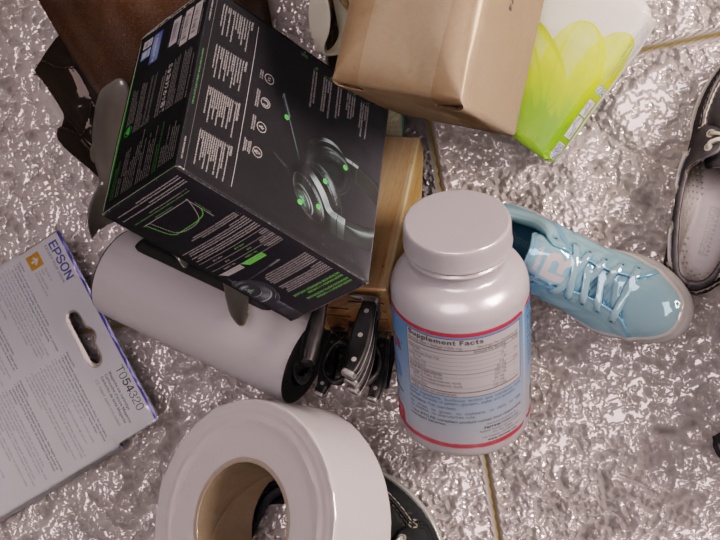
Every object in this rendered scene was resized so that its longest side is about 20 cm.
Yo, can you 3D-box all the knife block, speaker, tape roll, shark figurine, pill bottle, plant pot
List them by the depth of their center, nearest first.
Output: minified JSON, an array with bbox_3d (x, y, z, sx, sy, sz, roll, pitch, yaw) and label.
[{"bbox_3d":[0.079,0.041,1.246,0.109,0.109,0.200,5,128,13],"label":"pill bottle"},{"bbox_3d":[-0.073,0.206,1.270,0.202,0.071,0.203,-10,74,38],"label":"tape roll"},{"bbox_3d":[0.000,0.000,1.271,0.064,0.176,0.200,5,103,13],"label":"knife block"},{"bbox_3d":[-0.175,-0.042,1.292,0.128,0.090,0.215,-18,114,49],"label":"shark figurine"},{"bbox_3d":[-0.144,-0.169,1.331,0.187,0.187,0.200,-20,100,12],"label":"plant pot"},{"bbox_3d":[-0.126,0.039,1.342,0.200,0.081,0.081,24,94,22],"label":"speaker"}]

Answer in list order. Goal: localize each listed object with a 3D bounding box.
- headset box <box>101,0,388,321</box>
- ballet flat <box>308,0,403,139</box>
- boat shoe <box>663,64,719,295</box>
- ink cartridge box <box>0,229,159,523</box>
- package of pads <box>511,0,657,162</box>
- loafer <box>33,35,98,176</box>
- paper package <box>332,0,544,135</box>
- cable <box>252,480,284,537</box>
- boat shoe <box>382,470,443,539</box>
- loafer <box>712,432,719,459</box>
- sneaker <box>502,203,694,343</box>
[{"bbox_3d":[-0.075,-0.082,1.203,0.093,0.200,0.174,-27,44,40],"label":"headset box"},{"bbox_3d":[-0.013,-0.175,1.299,0.067,0.062,0.200,17,131,40],"label":"ballet flat"},{"bbox_3d":[0.288,-0.078,1.271,0.074,0.060,0.200,19,93,12],"label":"boat shoe"},{"bbox_3d":[-0.298,0.097,1.416,0.200,0.043,0.197,-30,81,9],"label":"ink cartridge box"},{"bbox_3d":[0.125,-0.206,1.310,0.200,0.068,0.155,38,98,11],"label":"package of pads"},{"bbox_3d":[-0.224,-0.118,1.395,0.071,0.073,0.200,-29,79,23],"label":"loafer"},{"bbox_3d":[0.073,-0.214,1.190,0.103,0.191,0.200,13,92,18],"label":"paper package"},{"bbox_3d":[-0.049,0.251,1.312,0.200,0.051,0.163,40,102,34],"label":"cable"},{"bbox_3d":[0.041,0.252,1.320,0.076,0.060,0.200,-39,80,12],"label":"boat shoe"},{"bbox_3d":[0.355,0.078,1.247,0.200,0.068,0.070,-36,84,3],"label":"loafer"},{"bbox_3d":[0.165,0.004,1.263,0.200,0.082,0.074,25,103,30],"label":"sneaker"}]
